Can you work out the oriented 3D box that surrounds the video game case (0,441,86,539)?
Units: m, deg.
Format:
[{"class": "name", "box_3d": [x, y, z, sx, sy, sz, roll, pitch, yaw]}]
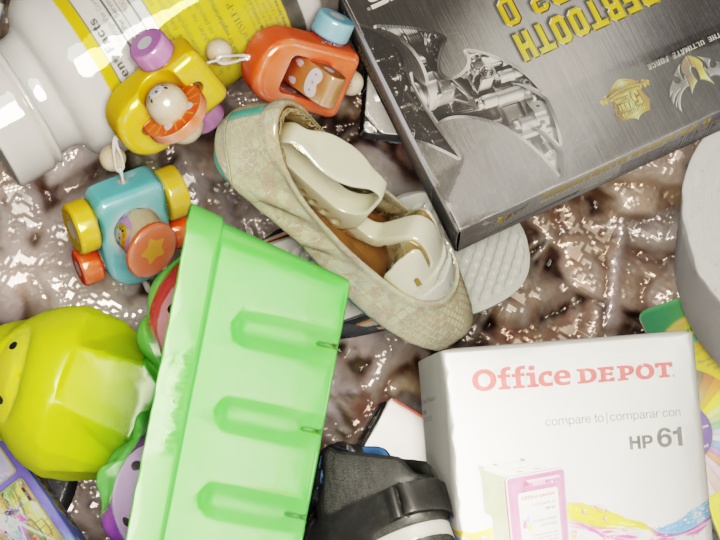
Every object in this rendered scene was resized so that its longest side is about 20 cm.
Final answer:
[{"class": "video game case", "box_3d": [-0.245, 0.173, 1.465, 0.181, 0.045, 0.200, -37, 71, 0]}]

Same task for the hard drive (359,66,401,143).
[{"class": "hard drive", "box_3d": [0.075, -0.171, 1.575, 0.139, 0.038, 0.201, 6, 85, -5]}]

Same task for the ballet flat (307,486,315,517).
[{"class": "ballet flat", "box_3d": [-0.105, 0.162, 1.513, 0.072, 0.072, 0.200, 44, 81, 0]}]

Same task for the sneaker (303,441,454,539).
[{"class": "sneaker", "box_3d": [-0.020, 0.154, 1.461, 0.073, 0.199, 0.113, 10, 68, -47]}]

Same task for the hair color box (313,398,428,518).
[{"class": "hair color box", "box_3d": [0.074, 0.167, 1.530, 0.199, 0.061, 0.102, 32, 83, -3]}]

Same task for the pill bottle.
[{"class": "pill bottle", "box_3d": [-0.131, -0.135, 1.512, 0.199, 0.111, 0.112, -32, 89, -8]}]

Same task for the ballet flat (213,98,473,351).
[{"class": "ballet flat", "box_3d": [0.004, -0.023, 1.450, 0.200, 0.062, 0.068, 37, 52, -28]}]

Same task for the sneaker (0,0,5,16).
[{"class": "sneaker", "box_3d": [-0.299, -0.137, 1.508, 0.199, 0.087, 0.075, -15, 85, -8]}]

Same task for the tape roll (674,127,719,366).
[{"class": "tape roll", "box_3d": [0.281, -0.016, 1.526, 0.199, 0.066, 0.201, -1, 59, 2]}]

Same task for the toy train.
[{"class": "toy train", "box_3d": [-0.078, -0.058, 1.483, 0.150, 0.056, 0.201, 17, 110, -37]}]

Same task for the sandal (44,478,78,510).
[{"class": "sandal", "box_3d": [-0.217, 0.168, 1.510, 0.076, 0.043, 0.201, 22, 83, 15]}]

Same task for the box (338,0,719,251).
[{"class": "box", "box_3d": [0.108, -0.124, 1.517, 0.199, 0.048, 0.159, -24, 76, -7]}]

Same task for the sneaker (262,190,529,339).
[{"class": "sneaker", "box_3d": [0.000, 0.000, 1.537, 0.199, 0.079, 0.079, -8, 86, -32]}]

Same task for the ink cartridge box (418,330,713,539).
[{"class": "ink cartridge box", "box_3d": [0.115, 0.137, 1.465, 0.144, 0.085, 0.201, -5, 83, -7]}]

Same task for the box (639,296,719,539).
[{"class": "box", "box_3d": [0.243, 0.101, 1.562, 0.117, 0.048, 0.201, -19, 88, -7]}]

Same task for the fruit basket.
[{"class": "fruit basket", "box_3d": [-0.118, 0.068, 1.393, 0.214, 0.156, 0.217, 0, 85, -4]}]
